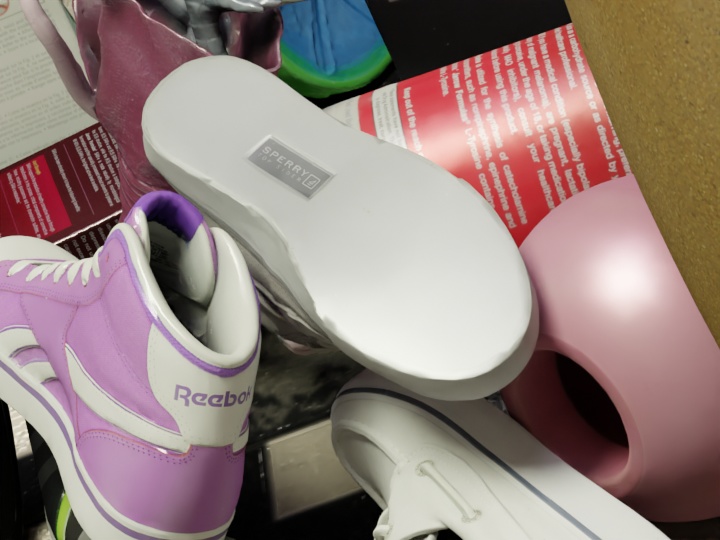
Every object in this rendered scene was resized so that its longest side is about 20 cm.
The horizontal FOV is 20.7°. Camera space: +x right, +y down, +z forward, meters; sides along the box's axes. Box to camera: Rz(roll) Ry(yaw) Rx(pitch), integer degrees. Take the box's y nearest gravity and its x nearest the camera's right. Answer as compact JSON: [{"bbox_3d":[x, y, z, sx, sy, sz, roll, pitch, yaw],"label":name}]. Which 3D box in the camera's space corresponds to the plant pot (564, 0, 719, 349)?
[{"bbox_3d":[0.155,-0.042,0.572,0.186,0.200,0.186,-11,9,2],"label":"plant pot"}]

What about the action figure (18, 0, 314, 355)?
[{"bbox_3d":[-0.085,-0.042,0.863,0.149,0.200,0.134,4,35,-5],"label":"action figure"}]

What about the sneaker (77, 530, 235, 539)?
[{"bbox_3d":[-0.123,0.152,0.707,0.200,0.071,0.098,-10,49,2],"label":"sneaker"}]

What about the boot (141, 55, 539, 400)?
[{"bbox_3d":[0.000,0.000,0.720,0.074,0.096,0.200,-39,50,-11],"label":"boot"}]

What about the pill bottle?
[{"bbox_3d":[0.086,-0.044,0.826,0.200,0.112,0.112,-18,31,9],"label":"pill bottle"}]

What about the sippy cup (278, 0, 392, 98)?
[{"bbox_3d":[-0.063,-0.157,1.099,0.130,0.178,0.140,-7,76,44],"label":"sippy cup"}]

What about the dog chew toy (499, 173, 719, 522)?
[{"bbox_3d":[0.143,0.004,0.713,0.200,0.125,0.124,-32,31,-30],"label":"dog chew toy"}]

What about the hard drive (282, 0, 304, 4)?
[{"bbox_3d":[0.044,-0.177,0.921,0.200,0.026,0.132,-5,36,30],"label":"hard drive"}]

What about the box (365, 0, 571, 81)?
[{"bbox_3d":[0.123,-0.175,0.999,0.197,0.117,0.200,-11,33,23],"label":"box"}]

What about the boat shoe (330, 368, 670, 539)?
[{"bbox_3d":[0.037,0.091,0.686,0.065,0.074,0.200,-31,30,-21],"label":"boat shoe"}]

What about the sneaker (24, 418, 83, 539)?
[{"bbox_3d":[-0.119,0.057,0.834,0.072,0.083,0.200,-28,31,-7],"label":"sneaker"}]

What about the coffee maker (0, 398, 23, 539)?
[{"bbox_3d":[-0.250,0.080,0.828,0.200,0.135,0.192,-9,22,13],"label":"coffee maker"}]

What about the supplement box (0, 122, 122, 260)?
[{"bbox_3d":[-0.148,-0.015,0.988,0.200,0.061,0.109,-26,31,-4],"label":"supplement box"}]

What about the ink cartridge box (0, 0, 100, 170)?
[{"bbox_3d":[-0.220,-0.098,1.029,0.160,0.200,0.047,-22,31,2],"label":"ink cartridge box"}]

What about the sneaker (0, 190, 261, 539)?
[{"bbox_3d":[-0.088,0.010,0.734,0.073,0.114,0.200,-2,28,-33],"label":"sneaker"}]
